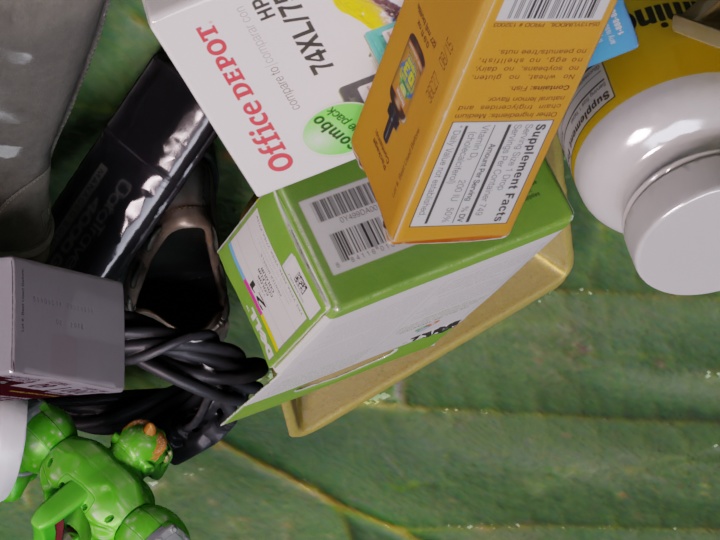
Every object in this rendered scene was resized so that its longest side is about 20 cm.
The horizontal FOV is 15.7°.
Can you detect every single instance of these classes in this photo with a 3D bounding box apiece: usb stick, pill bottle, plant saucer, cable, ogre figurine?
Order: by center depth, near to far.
[{"bbox_3d":[0.152,-0.091,1.330,0.112,0.200,0.113,-11,144,-8],"label":"pill bottle"},{"bbox_3d":[-0.137,-0.026,1.381,0.200,0.055,0.033,-55,163,13],"label":"usb stick"},{"bbox_3d":[0.020,-0.020,1.466,0.200,0.048,0.200,-30,146,-13],"label":"plant saucer"},{"bbox_3d":[-0.140,0.051,1.483,0.163,0.051,0.200,27,158,-15],"label":"cable"},{"bbox_3d":[-0.144,0.143,1.491,0.098,0.200,0.120,-24,153,-11],"label":"ogre figurine"}]

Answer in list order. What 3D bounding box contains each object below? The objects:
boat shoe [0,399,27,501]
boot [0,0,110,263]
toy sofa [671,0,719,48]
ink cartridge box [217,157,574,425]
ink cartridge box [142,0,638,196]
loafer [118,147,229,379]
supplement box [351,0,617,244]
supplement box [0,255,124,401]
[{"bbox_3d":[-0.238,0.092,1.465,0.067,0.074,0.200,8,172,-20],"label":"boat shoe"},{"bbox_3d":[-0.216,-0.089,1.270,0.182,0.073,0.200,0,138,-14],"label":"boot"},{"bbox_3d":[0.217,-0.197,1.231,0.097,0.083,0.200,4,102,-17],"label":"toy sofa"},{"bbox_3d":[0.000,0.000,1.369,0.148,0.076,0.200,-21,168,-26],"label":"ink cartridge box"},{"bbox_3d":[0.003,-0.160,1.228,0.200,0.146,0.147,-22,143,8],"label":"ink cartridge box"},{"bbox_3d":[-0.107,0.008,1.476,0.072,0.063,0.200,-9,143,-9],"label":"loafer"},{"bbox_3d":[0.057,-0.099,1.150,0.069,0.067,0.200,-1,141,-24],"label":"supplement box"},{"bbox_3d":[-0.232,0.036,1.330,0.200,0.061,0.109,-5,171,25],"label":"supplement box"}]
